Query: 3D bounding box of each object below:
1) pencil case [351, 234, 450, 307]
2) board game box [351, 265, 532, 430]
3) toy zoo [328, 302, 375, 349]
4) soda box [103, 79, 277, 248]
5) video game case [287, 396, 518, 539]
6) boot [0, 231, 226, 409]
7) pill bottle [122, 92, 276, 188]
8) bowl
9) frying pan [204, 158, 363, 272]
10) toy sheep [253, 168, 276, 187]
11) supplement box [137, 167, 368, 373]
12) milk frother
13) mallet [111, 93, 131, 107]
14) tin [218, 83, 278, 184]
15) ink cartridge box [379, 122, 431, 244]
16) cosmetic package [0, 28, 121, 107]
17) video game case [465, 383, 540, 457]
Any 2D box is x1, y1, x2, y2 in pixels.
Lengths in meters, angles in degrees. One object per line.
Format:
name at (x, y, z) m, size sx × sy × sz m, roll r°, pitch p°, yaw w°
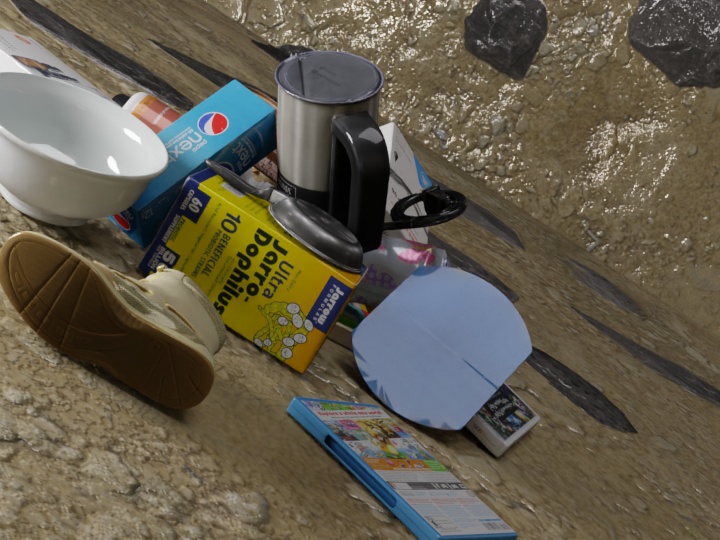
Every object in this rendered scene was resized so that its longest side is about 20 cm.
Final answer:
pencil case at (0.000, 0.000, 1.621) m, size 0.197 × 0.084 × 0.092 m, roll 14°, pitch 52°, yaw 1°
board game box at (0.083, 0.088, 1.539) m, size 0.157 × 0.039 × 0.200 m, roll 38°, pitch 58°, yaw 15°
toy zoo at (-0.002, 0.056, 1.684) m, size 0.130 × 0.021 × 0.200 m, roll 28°, pitch 13°, yaw -18°
soda box at (-0.181, -0.115, 1.518) m, size 0.068 × 0.200 × 0.065 m, roll 37°, pitch -29°, yaw 24°
video game case at (0.038, 0.184, 1.296) m, size 0.200 × 0.018 × 0.142 m, roll 41°, pitch 15°, yaw 32°
boot at (-0.201, 0.025, 1.190) m, size 0.199 × 0.073 × 0.156 m, roll 33°, pitch 13°, yaw -6°
pill bottle at (-0.195, -0.106, 1.621) m, size 0.198 × 0.113 × 0.112 m, roll 31°, pitch 12°, yaw -1°
bowl at (-0.294, -0.106, 1.394) m, size 0.199 × 0.091 × 0.202 m, roll 22°, pitch 22°, yaw -10°
frying pan at (-0.065, -0.060, 1.456) m, size 0.190 × 0.031 × 0.114 m, roll 43°, pitch 14°, yaw 29°
toy sheep at (-0.148, -0.164, 1.922) m, size 0.137 × 0.139 × 0.200 m, roll 24°, pitch 5°, yaw -33°
supplement box at (-0.106, -0.003, 1.446) m, size 0.199 × 0.110 × 0.110 m, roll 32°, pitch 12°, yaw 1°
milk frother at (0.014, -0.128, 1.546) m, size 0.199 × 0.190 × 0.180 m, roll -28°, pitch 47°, yaw -36°
mallet at (-0.265, -0.189, 1.962) m, size 0.066 × 0.041 × 0.199 m, roll 39°, pitch 10°, yaw 33°
tin at (-0.091, -0.145, 1.687) m, size 0.199 × 0.042 × 0.112 m, roll 36°, pitch 33°, yaw -3°
ink cartridge box at (0.032, -0.068, 1.755) m, size 0.116 × 0.067 × 0.202 m, roll 54°, pitch 30°, yaw -38°
cosmetic package at (-0.399, -0.232, 1.760) m, size 0.199 × 0.052 × 0.150 m, roll 37°, pitch 10°, yaw 20°
video game case at (0.119, 0.128, 1.638) m, size 0.182 × 0.023 × 0.200 m, roll 44°, pitch 14°, yaw 11°
